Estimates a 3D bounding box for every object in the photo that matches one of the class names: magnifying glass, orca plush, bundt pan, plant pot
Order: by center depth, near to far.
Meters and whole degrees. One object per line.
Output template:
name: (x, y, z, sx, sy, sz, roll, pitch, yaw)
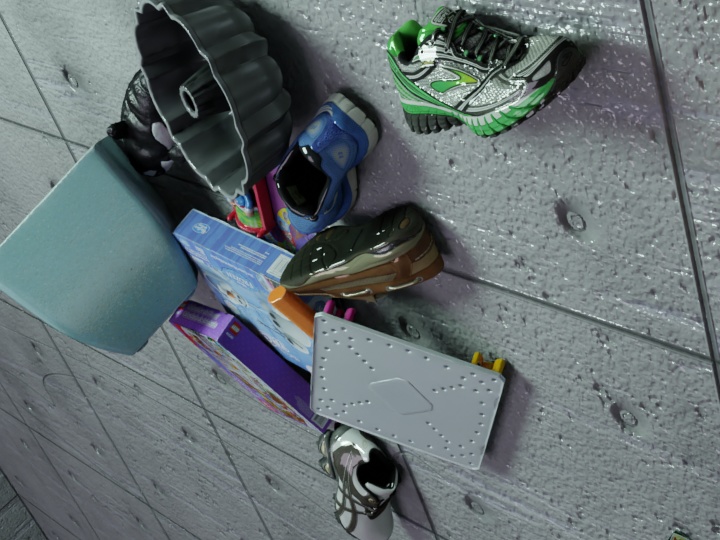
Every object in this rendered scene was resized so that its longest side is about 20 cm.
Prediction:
bundt pan: (-0.131, -0.174, 1.220, 0.202, 0.075, 0.203, 46, 155, 29)
magnifying glass: (-0.028, 0.078, 1.389, 0.079, 0.023, 0.200, -27, 131, 24)
orca plush: (-0.238, -0.157, 1.416, 0.106, 0.071, 0.200, 57, 154, 4)
plant pot: (-0.298, -0.015, 1.533, 0.200, 0.197, 0.196, 44, -179, -10)

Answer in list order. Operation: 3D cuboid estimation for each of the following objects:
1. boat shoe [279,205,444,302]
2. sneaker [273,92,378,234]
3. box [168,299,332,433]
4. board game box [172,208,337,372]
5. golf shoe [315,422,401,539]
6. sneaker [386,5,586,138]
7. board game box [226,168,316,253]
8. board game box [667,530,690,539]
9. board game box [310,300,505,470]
boat shoe: (0.000, 0.000, 1.260, 0.199, 0.076, 0.074, -14, 125, 49)
sneaker: (-0.049, -0.086, 1.222, 0.078, 0.089, 0.200, 43, 155, 10)
box: (-0.132, 0.117, 1.603, 0.200, 0.039, 0.136, 45, 163, -31)
board game box: (-0.098, 0.037, 1.476, 0.199, 0.043, 0.200, 24, 155, 39)
golf shoe: (0.011, 0.281, 1.632, 0.094, 0.078, 0.202, 18, 142, 44)
sneaker: (0.081, -0.150, 0.955, 0.199, 0.078, 0.086, 5, 131, 54)
board game box: (-0.133, -0.088, 1.397, 0.201, 0.039, 0.158, 53, 153, -8)
board game box: (0.285, 0.350, 1.280, 0.023, 0.105, 0.201, 26, 147, 30)
board game box: (0.045, 0.121, 1.350, 0.197, 0.026, 0.201, 19, 147, 9)
